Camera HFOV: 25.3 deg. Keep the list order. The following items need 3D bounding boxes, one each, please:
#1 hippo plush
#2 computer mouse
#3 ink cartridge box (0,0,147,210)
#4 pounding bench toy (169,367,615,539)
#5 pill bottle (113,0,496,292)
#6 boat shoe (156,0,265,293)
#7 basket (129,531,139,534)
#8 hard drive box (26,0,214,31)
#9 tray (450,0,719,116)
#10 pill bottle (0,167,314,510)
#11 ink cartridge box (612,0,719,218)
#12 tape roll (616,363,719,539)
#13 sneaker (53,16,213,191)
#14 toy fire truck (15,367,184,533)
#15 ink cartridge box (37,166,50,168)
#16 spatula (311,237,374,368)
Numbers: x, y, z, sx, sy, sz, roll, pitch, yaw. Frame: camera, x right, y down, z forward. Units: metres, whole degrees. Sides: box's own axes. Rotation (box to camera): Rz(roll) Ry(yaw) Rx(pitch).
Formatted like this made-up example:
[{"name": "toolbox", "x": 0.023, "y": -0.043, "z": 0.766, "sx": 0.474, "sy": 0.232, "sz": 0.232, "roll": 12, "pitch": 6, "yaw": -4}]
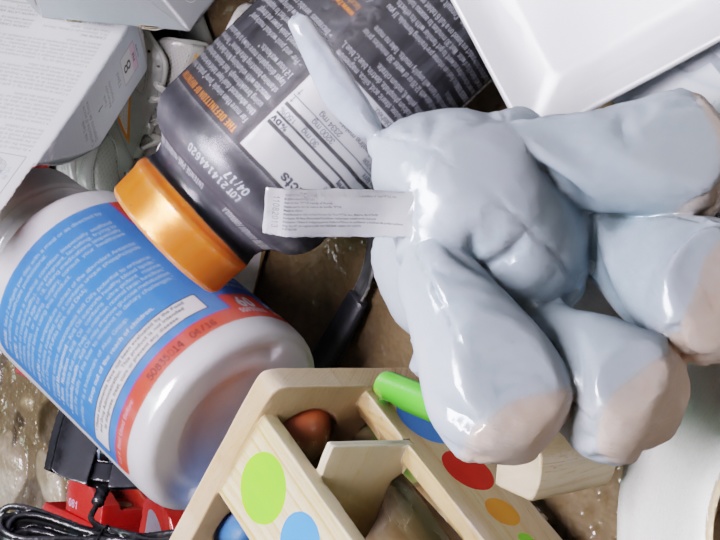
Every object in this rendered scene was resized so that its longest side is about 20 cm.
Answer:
[{"name": "hippo plush", "x": 0.054, "y": 0.011, "z": 0.665, "sx": 0.161, "sy": 0.200, "sz": 0.160, "roll": 112, "pitch": 166, "yaw": -73}, {"name": "computer mouse", "x": -0.107, "y": 0.092, "z": 0.883, "sx": 0.140, "sy": 0.200, "sz": 0.046, "roll": 9, "pitch": 121, "yaw": 11}, {"name": "ink cartridge box", "x": -0.231, "y": -0.079, "z": 0.884, "sx": 0.162, "sy": 0.057, "sz": 0.200, "roll": 10, "pitch": 52, "yaw": 16}, {"name": "pounding bench toy", "x": 0.020, "y": 0.103, "z": 0.744, "sx": 0.156, "sy": 0.124, "sz": 0.200, "roll": 51, "pitch": 123, "yaw": 37}, {"name": "pill bottle", "x": -0.023, "y": -0.081, "z": 0.763, "sx": 0.200, "sy": 0.106, "sz": 0.106, "roll": -43, "pitch": 52, "yaw": 3}, {"name": "boat shoe", "x": -0.082, "y": -0.060, "z": 0.911, "sx": 0.071, "sy": 0.069, "sz": 0.200, "roll": 26, "pitch": 107, "yaw": 46}, {"name": "basket", "x": -0.126, "y": 0.263, "z": 0.876, "sx": 0.176, "sy": 0.139, "sz": 0.200, "roll": -41, "pitch": 78, "yaw": 37}, {"name": "hard drive box", "x": -0.097, "y": -0.229, "z": 0.860, "sx": 0.156, "sy": 0.077, "sz": 0.200, "roll": 16, "pitch": 64, "yaw": 49}, {"name": "tray", "x": 0.119, "y": -0.139, "z": 0.644, "sx": 0.200, "sy": 0.022, "sz": 0.108, "roll": -28, "pitch": 92, "yaw": 42}, {"name": "pill bottle", "x": -0.126, "y": 0.026, "z": 0.843, "sx": 0.200, "sy": 0.112, "sz": 0.112, "roll": 37, "pitch": 115, "yaw": 34}, {"name": "ink cartridge box", "x": 0.160, "y": -0.154, "z": 0.668, "sx": 0.200, "sy": 0.041, "sz": 0.200, "roll": 54, "pitch": 125, "yaw": 35}, {"name": "tape roll", "x": 0.188, "y": 0.107, "z": 0.621, "sx": 0.203, "sy": 0.037, "sz": 0.203, "roll": -5, "pitch": 83, "yaw": 47}, {"name": "sneaker", "x": -0.129, "y": -0.102, "z": 0.968, "sx": 0.092, "sy": 0.076, "sz": 0.200, "roll": -5, "pitch": 86, "yaw": 42}, {"name": "toy fire truck", "x": -0.148, "y": 0.117, "z": 0.988, "sx": 0.200, "sy": 0.049, "sz": 0.141, "roll": 11, "pitch": 96, "yaw": 48}, {"name": "ink cartridge box", "x": -0.239, "y": -0.135, "z": 1.033, "sx": 0.176, "sy": 0.084, "sz": 0.200, "roll": -171, "pitch": 86, "yaw": -74}, {"name": "spatula", "x": 0.000, "y": 0.000, "z": 0.850, "sx": 0.057, "sy": 0.021, "sz": 0.200, "roll": 52, "pitch": 128, "yaw": 52}]
